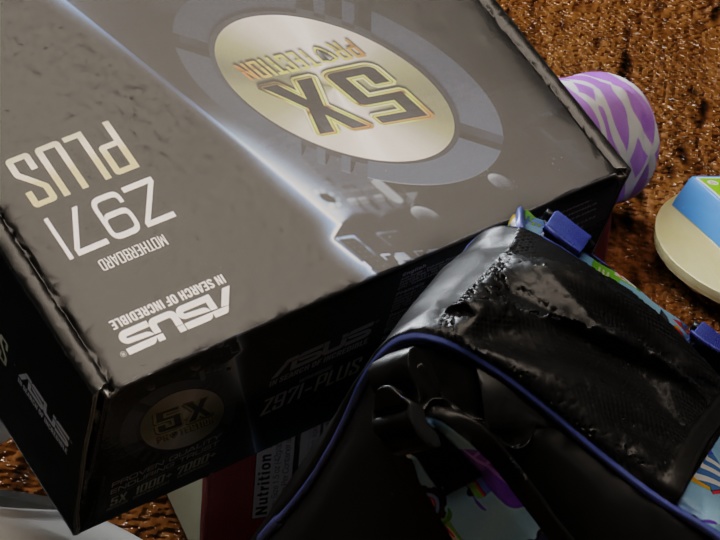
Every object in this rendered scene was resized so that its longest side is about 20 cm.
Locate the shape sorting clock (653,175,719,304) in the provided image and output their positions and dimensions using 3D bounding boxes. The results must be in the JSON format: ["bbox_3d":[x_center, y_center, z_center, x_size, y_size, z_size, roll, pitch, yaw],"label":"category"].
[{"bbox_3d":[0.254,-0.006,1.264,0.200,0.039,0.200,8,24,-3],"label":"shape sorting clock"}]

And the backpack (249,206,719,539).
[{"bbox_3d":[0.071,0.105,0.704,0.200,0.183,0.135,35,34,4],"label":"backpack"}]

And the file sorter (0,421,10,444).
[{"bbox_3d":[-0.225,0.010,0.842,0.200,0.125,0.139,-4,-15,-30],"label":"file sorter"}]

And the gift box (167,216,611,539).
[{"bbox_3d":[0.000,0.000,0.970,0.200,0.185,0.187,-2,29,-22],"label":"gift box"}]

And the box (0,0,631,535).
[{"bbox_3d":[-0.044,-0.033,0.783,0.200,0.086,0.164,-22,62,-26],"label":"box"}]

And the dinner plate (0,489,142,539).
[{"bbox_3d":[-0.156,0.082,0.785,0.200,0.024,0.200,6,-3,0],"label":"dinner plate"}]

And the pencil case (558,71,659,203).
[{"bbox_3d":[0.075,-0.056,1.268,0.085,0.084,0.200,-2,8,43],"label":"pencil case"}]
